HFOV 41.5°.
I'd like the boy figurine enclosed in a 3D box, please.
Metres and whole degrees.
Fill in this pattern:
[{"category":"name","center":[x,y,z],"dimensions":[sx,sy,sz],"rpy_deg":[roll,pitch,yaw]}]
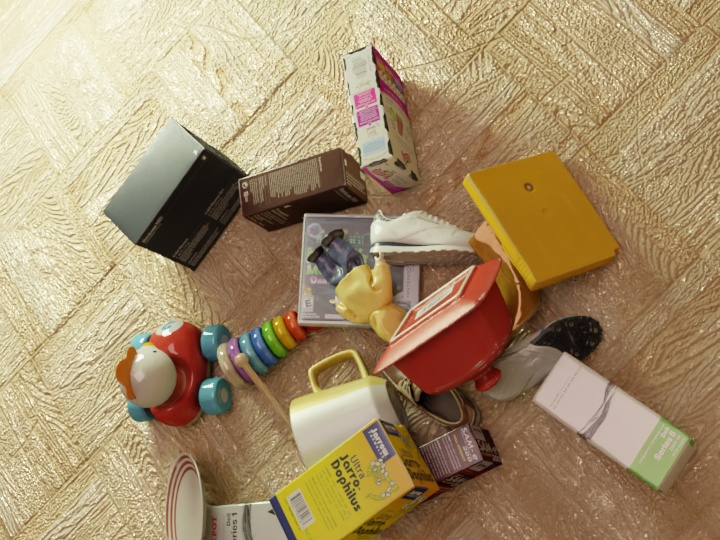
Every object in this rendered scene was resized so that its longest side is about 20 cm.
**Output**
[{"category":"boy figurine","center":[0.008,0.027,1.475],"dimensions":[0.200,0.064,0.125],"rpy_deg":[47,116,11]}]

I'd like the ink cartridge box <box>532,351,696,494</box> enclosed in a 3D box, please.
[{"category":"ink cartridge box","center":[0.346,0.207,1.291],"dimensions":[0.199,0.145,0.085],"rpy_deg":[36,92,26]}]

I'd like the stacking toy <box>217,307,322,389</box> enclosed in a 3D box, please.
[{"category":"stacking toy","center":[-0.137,0.113,1.570],"dimensions":[0.198,0.085,0.086],"rpy_deg":[-32,66,8]}]

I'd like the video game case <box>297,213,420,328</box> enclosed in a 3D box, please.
[{"category":"video game case","center":[0.000,0.000,1.533],"dimensions":[0.195,0.023,0.186],"rpy_deg":[1,77,6]}]

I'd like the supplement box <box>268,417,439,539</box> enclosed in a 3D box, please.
[{"category":"supplement box","center":[-0.008,0.312,1.321],"dimensions":[0.199,0.109,0.111],"rpy_deg":[-38,64,12]}]

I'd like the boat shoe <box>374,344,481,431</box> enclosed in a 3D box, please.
[{"category":"boat shoe","center":[0.098,0.174,1.450],"dimensions":[0.198,0.072,0.077],"rpy_deg":[33,91,27]}]

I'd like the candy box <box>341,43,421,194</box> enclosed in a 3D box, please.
[{"category":"candy box","center":[0.035,-0.244,1.549],"dimensions":[0.060,0.136,0.204],"rpy_deg":[-17,70,20]}]

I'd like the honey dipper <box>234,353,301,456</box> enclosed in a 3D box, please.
[{"category":"honey dipper","center":[-0.135,0.214,1.524],"dimensions":[0.038,0.038,0.201],"rpy_deg":[-38,86,10]}]

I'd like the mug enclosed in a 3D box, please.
[{"category":"mug","center":[-0.017,0.220,1.447],"dimensions":[0.151,0.149,0.190],"rpy_deg":[-25,84,11]}]

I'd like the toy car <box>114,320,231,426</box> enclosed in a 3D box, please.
[{"category":"toy car","center":[-0.337,0.161,1.575],"dimensions":[0.180,0.200,0.181],"rpy_deg":[-7,74,21]}]

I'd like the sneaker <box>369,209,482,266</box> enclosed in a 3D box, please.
[{"category":"sneaker","center":[0.111,-0.055,1.490],"dimensions":[0.195,0.077,0.082],"rpy_deg":[4,68,6]}]

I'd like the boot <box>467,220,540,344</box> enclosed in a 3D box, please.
[{"category":"boot","center":[0.215,0.005,1.425],"dimensions":[0.143,0.071,0.203],"rpy_deg":[36,81,7]}]

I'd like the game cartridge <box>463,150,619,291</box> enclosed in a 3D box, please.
[{"category":"game cartridge","center":[0.269,-0.077,1.404],"dimensions":[0.173,0.033,0.202],"rpy_deg":[-16,64,-27]}]

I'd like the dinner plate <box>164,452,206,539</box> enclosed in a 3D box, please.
[{"category":"dinner plate","center":[-0.280,0.398,1.536],"dimensions":[0.199,0.024,0.205],"rpy_deg":[-19,69,62]}]

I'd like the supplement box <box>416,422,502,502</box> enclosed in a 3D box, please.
[{"category":"supplement box","center":[0.100,0.298,1.398],"dimensions":[0.198,0.109,0.062],"rpy_deg":[-30,66,15]}]

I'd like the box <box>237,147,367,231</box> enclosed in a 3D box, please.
[{"category":"box","center":[-0.096,-0.133,1.600],"dimensions":[0.196,0.100,0.077],"rpy_deg":[-17,71,20]}]

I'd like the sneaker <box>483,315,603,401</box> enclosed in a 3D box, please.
[{"category":"sneaker","center":[0.263,0.125,1.397],"dimensions":[0.197,0.072,0.073],"rpy_deg":[-29,90,0]}]

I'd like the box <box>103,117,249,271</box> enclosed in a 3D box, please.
[{"category":"box","center":[-0.309,-0.128,1.646],"dimensions":[0.104,0.182,0.201],"rpy_deg":[39,93,27]}]

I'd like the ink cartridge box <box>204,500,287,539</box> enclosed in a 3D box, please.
[{"category":"ink cartridge box","center":[-0.144,0.438,1.484],"dimensions":[0.196,0.084,0.150],"rpy_deg":[-11,72,21]}]

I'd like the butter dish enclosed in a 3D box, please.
[{"category":"butter dish","center":[0.143,0.104,1.337],"dimensions":[0.199,0.200,0.149],"rpy_deg":[-36,96,24]}]
